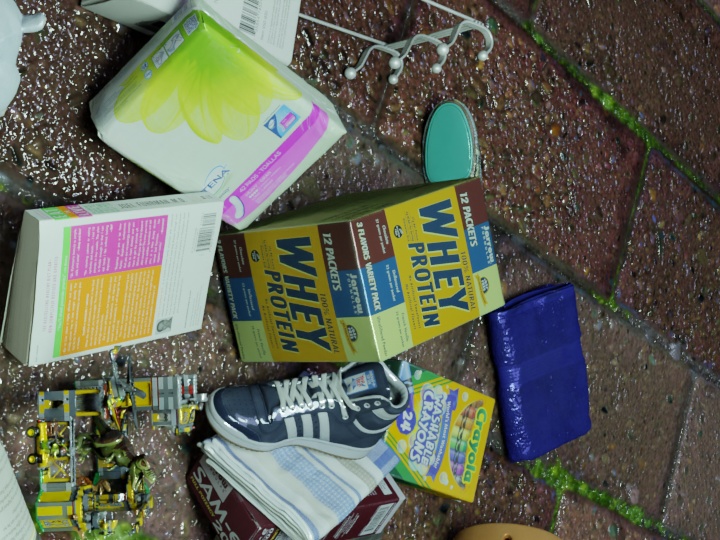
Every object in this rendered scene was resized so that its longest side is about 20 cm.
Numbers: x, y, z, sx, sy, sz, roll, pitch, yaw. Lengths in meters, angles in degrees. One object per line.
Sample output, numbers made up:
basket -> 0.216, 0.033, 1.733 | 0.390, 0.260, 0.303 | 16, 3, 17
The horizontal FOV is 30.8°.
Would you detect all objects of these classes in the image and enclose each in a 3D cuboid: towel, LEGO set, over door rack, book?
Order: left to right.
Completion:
book -> -0.217, 0.002, 1.178 | 0.199, 0.048, 0.134 | -9, 120, -46
LEGO set -> -0.197, 0.153, 1.133 | 0.200, 0.115, 0.155 | 50, 37, -76
towel -> -0.055, 0.181, 1.296 | 0.147, 0.024, 0.200 | 41, 31, 11
over door rack -> 0.022, -0.254, 1.375 | 0.199, 0.147, 0.067 | 25, 67, -42
towel -> 0.221, 0.126, 1.644 | 0.147, 0.049, 0.201 | -17, 102, -36

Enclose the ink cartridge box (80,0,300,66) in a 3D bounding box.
ink cartridge box -> -0.154, -0.290, 1.245 | 0.199, 0.083, 0.148 | 18, 77, -43

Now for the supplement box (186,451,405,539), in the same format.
supplement box -> -0.063, 0.220, 1.315 | 0.199, 0.109, 0.061 | 0, 133, -44

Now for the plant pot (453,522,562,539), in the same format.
plant pot -> 0.170, 0.381, 1.503 | 0.200, 0.199, 0.141 | 37, 50, -38

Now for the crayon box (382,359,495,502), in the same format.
crayon box -> 0.083, 0.189, 1.502 | 0.199, 0.051, 0.127 | 25, 73, -42

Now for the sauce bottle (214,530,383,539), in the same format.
sauce bottle -> -0.058, 0.279, 1.355 | 0.199, 0.064, 0.065 | -4, 93, -44

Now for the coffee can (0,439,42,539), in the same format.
coffee can -> -0.348, 0.156, 1.015 | 0.146, 0.146, 0.201 | -29, 110, -40

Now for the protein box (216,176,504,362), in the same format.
protein box -> 0.000, 0.000, 1.309 | 0.198, 0.199, 0.136 | -21, 101, -44

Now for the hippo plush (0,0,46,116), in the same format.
hippo plush -> -0.352, -0.186, 1.041 | 0.161, 0.158, 0.201 | -37, 136, -71

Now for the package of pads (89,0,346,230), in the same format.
package of pads -> -0.135, -0.141, 1.227 | 0.154, 0.068, 0.200 | -42, 131, 16

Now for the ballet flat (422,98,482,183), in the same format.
ballet flat -> 0.113, -0.099, 1.530 | 0.074, 0.074, 0.202 | -6, 96, -44

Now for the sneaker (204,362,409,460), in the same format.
sneaker -> -0.044, 0.122, 1.252 | 0.199, 0.109, 0.070 | 14, 45, -35
